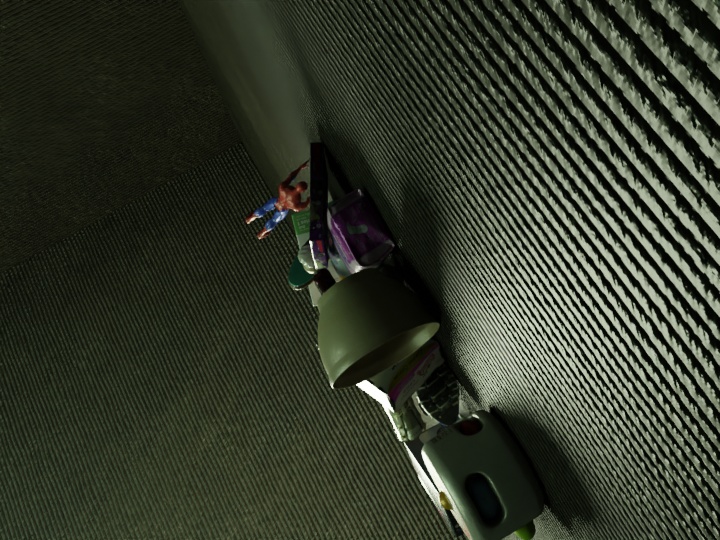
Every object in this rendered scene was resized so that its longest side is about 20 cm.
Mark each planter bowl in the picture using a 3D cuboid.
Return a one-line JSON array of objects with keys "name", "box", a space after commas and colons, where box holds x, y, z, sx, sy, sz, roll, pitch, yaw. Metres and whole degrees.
[{"name": "planter bowl", "box": [0.010, 0.083, 1.311, 0.136, 0.199, 0.200, 58, 174, 17]}]

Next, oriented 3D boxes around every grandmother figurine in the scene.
[{"name": "grandmother figurine", "box": [-0.062, 0.041, 1.568, 0.201, 0.060, 0.121, 63, 177, -14]}]

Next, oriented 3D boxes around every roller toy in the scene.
[{"name": "roller toy", "box": [0.181, 0.323, 1.256, 0.201, 0.139, 0.183, 56, 171, 41]}]

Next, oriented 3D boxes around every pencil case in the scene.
[{"name": "pencil case", "box": [0.000, 0.000, 1.591, 0.083, 0.091, 0.201, 24, 150, 41]}]

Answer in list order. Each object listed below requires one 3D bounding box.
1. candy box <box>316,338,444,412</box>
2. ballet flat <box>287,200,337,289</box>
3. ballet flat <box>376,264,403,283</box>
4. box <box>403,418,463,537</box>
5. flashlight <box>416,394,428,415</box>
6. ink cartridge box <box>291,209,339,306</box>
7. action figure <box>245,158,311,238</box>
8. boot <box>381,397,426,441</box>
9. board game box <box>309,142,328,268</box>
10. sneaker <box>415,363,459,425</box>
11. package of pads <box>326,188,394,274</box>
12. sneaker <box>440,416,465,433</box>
[{"name": "candy box", "box": [0.034, 0.148, 1.470, 0.199, 0.136, 0.061, 29, 155, 40]}, {"name": "ballet flat", "box": [-0.078, -0.044, 1.642, 0.068, 0.201, 0.067, 29, 172, 17]}, {"name": "ballet flat", "box": [0.046, 0.033, 1.466, 0.063, 0.068, 0.200, 31, 175, 2]}, {"name": "box", "box": [0.188, 0.391, 1.579, 0.116, 0.131, 0.200, 67, 172, -23]}, {"name": "flashlight", "box": [0.109, 0.191, 1.637, 0.201, 0.067, 0.068, 60, 177, 2]}, {"name": "ink cartridge box", "box": [-0.077, -0.031, 1.755, 0.145, 0.083, 0.202, -19, -84, -84]}, {"name": "action figure", "box": [-0.133, -0.134, 1.507, 0.065, 0.099, 0.200, 51, 147, -7]}, {"name": "boot", "box": [0.081, 0.261, 1.595, 0.156, 0.071, 0.200, 66, 171, -3]}, {"name": "board game box", "box": [-0.076, -0.119, 1.495, 0.120, 0.032, 0.202, 94, 175, -66]}, {"name": "sneaker", "box": [0.135, 0.203, 1.485, 0.089, 0.078, 0.201, 56, -173, -45]}, {"name": "package of pads", "box": [-0.004, -0.058, 1.390, 0.121, 0.075, 0.200, 58, 174, 3]}, {"name": "sneaker", "box": [0.178, 0.317, 1.448, 0.070, 0.099, 0.200, 60, 171, 5]}]
